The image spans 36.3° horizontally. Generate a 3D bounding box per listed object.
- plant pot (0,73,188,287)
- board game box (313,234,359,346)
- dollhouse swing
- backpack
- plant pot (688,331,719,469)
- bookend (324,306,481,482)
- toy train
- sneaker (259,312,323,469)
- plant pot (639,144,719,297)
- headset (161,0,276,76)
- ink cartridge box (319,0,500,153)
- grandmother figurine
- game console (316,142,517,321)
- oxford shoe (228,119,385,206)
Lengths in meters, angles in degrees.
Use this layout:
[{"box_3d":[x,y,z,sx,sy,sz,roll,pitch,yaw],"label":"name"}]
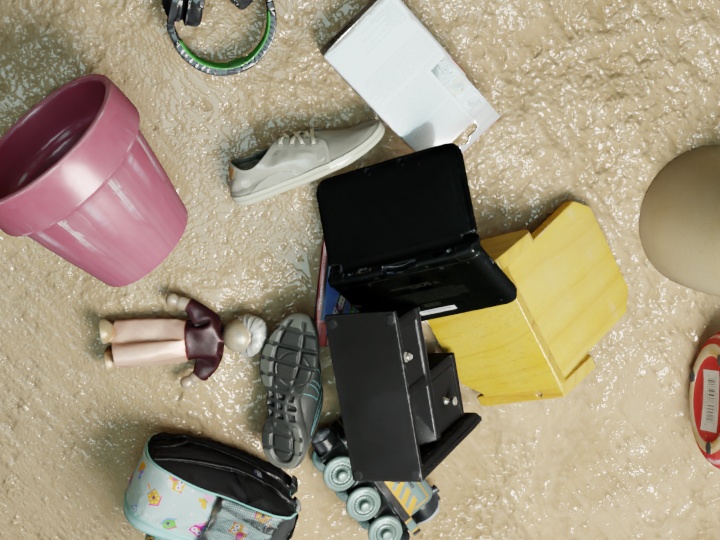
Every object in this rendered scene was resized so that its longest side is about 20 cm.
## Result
[{"box_3d":[-0.295,-0.086,1.217,0.200,0.200,0.179,-38,123,5],"label":"plant pot"},{"box_3d":[0.000,0.000,1.361,0.102,0.019,0.201,4,106,-9],"label":"board game box"},{"box_3d":[0.209,0.033,1.390,0.181,0.176,0.201,-14,115,41],"label":"dollhouse swing"},{"box_3d":[-0.192,0.288,1.343,0.199,0.176,0.154,30,97,-11],"label":"backpack"},{"box_3d":[0.528,0.168,1.387,0.181,0.201,0.201,4,106,-6],"label":"plant pot"},{"box_3d":[0.056,0.123,1.318,0.092,0.200,0.200,-5,100,27],"label":"bookend"},{"box_3d":[0.022,0.267,1.415,0.114,0.085,0.200,-37,109,-5],"label":"toy train"},{"box_3d":[-0.083,0.142,1.364,0.075,0.079,0.201,14,108,16],"label":"sneaker"},{"box_3d":[0.459,-0.038,1.314,0.186,0.200,0.188,-2,108,-7],"label":"plant pot"},{"box_3d":[-0.165,-0.310,1.207,0.123,0.094,0.201,-19,114,-2],"label":"headset"},{"box_3d":[0.059,-0.219,1.287,0.109,0.050,0.200,-43,108,6],"label":"ink cartridge box"},{"box_3d":[-0.212,0.088,1.341,0.199,0.061,0.122,-6,116,-3],"label":"grandmother figurine"},{"box_3d":[0.066,-0.034,1.291,0.199,0.117,0.176,-13,142,32],"label":"game console"},{"box_3d":[-0.067,-0.137,1.284,0.199,0.075,0.058,-22,110,4],"label":"oxford shoe"}]
